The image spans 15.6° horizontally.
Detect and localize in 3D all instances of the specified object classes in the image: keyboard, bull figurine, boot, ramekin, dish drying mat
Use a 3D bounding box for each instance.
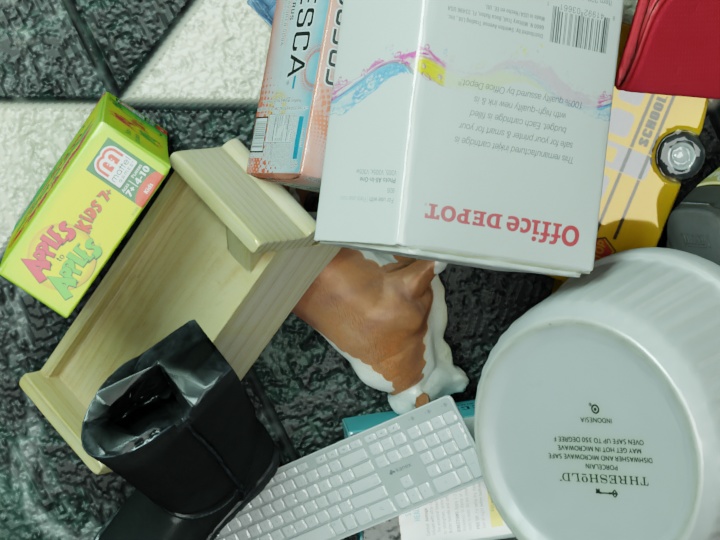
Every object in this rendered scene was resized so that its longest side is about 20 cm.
[{"bbox_3d":[-0.016,0.136,1.608,0.200,0.011,0.056,-25,90,25],"label":"keyboard"},{"bbox_3d":[0.000,0.000,1.605,0.200,0.065,0.121,34,93,-10],"label":"bull figurine"},{"bbox_3d":[-0.122,0.125,1.515,0.066,0.200,0.165,35,79,14],"label":"boot"},{"bbox_3d":[0.155,0.093,1.513,0.202,0.094,0.202,11,108,38],"label":"ramekin"},{"bbox_3d":[0.234,-0.138,1.569,0.200,0.018,0.077,0,112,-42],"label":"dish drying mat"}]

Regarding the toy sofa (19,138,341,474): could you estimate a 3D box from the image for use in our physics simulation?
[{"bbox_3d":[-0.106,0.022,1.563,0.083,0.098,0.200,46,118,20],"label":"toy sofa"}]

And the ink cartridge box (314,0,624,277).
[{"bbox_3d":[0.064,-0.102,1.473,0.145,0.087,0.200,7,87,-37],"label":"ink cartridge box"}]

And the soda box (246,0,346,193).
[{"bbox_3d":[-0.007,-0.144,1.513,0.068,0.064,0.200,12,86,-33],"label":"soda box"}]

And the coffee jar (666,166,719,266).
[{"bbox_3d":[0.278,-0.059,1.565,0.200,0.104,0.085,-41,104,-12],"label":"coffee jar"}]

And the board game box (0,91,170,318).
[{"bbox_3d":[-0.157,-0.042,1.515,0.048,0.200,0.102,35,94,-8],"label":"board game box"}]

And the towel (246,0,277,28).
[{"bbox_3d":[0.038,-0.134,1.579,0.200,0.049,0.112,45,91,5],"label":"towel"}]

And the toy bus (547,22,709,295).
[{"bbox_3d":[0.154,-0.047,1.611,0.078,0.065,0.200,21,96,-8],"label":"toy bus"}]

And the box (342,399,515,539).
[{"bbox_3d":[0.093,0.122,1.640,0.200,0.049,0.082,-7,98,-4],"label":"box"}]
